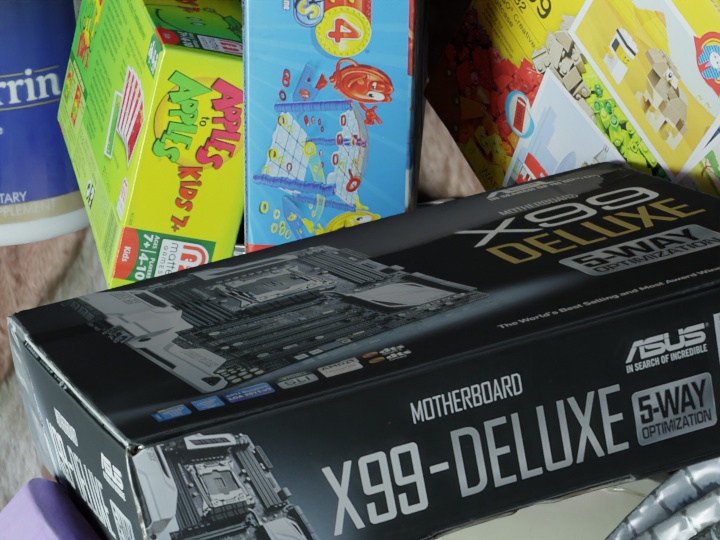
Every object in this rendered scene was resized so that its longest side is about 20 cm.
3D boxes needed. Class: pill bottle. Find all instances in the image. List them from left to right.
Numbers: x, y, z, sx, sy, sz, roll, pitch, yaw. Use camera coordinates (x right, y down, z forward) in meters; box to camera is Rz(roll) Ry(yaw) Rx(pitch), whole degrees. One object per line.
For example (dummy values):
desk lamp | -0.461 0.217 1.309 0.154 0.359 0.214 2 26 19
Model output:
pill bottle | -0.179 -0.122 1.163 0.116 0.115 0.201 25 126 50

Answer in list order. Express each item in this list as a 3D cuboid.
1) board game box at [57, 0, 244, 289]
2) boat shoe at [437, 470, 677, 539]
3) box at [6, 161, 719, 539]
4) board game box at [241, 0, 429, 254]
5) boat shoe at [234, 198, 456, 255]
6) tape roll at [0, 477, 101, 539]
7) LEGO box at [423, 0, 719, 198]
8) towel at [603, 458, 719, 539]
board game box | -0.085 -0.073 1.012 0.200 0.047 0.102 -119 41 -63
boat shoe | 0.053 0.077 0.775 0.199 0.060 0.072 2 115 28
box | 0.016 0.025 0.667 0.158 0.199 0.050 -149 47 -69
board game box | -0.004 -0.118 0.842 0.200 0.056 0.196 -83 -5 -61
boat shoe | 0.000 0.000 0.992 0.200 0.063 0.073 33 132 46
tape roll | -0.038 0.147 0.673 0.200 0.066 0.200 41 179 1
LEGO box | 0.121 -0.033 0.770 0.200 0.077 0.149 58 147 22
towel | 0.132 0.134 0.686 0.200 0.166 0.086 -41 26 17
